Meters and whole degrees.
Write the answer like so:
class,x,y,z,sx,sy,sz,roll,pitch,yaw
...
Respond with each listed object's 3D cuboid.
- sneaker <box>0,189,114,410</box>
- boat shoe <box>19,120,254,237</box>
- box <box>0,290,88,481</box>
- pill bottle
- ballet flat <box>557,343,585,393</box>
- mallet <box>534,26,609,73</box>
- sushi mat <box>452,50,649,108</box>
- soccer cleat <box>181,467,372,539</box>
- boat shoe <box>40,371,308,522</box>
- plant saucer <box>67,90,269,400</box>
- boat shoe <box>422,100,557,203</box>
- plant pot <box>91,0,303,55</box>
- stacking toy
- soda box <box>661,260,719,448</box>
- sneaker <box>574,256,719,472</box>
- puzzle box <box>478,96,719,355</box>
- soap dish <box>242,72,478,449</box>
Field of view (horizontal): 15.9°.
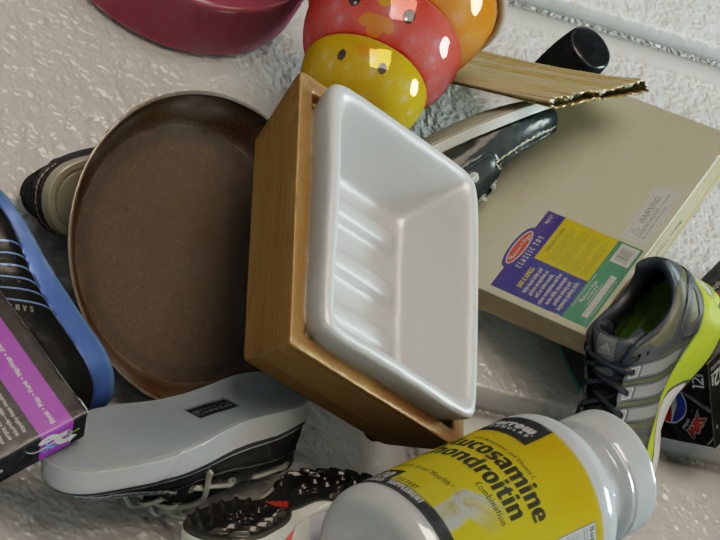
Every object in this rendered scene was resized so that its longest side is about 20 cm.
class,x,y,z,sx,sy,sz,roll,pitch,yaw
sneaker,-0.230,0.013,1.544,0.200,0.070,0.078,51,41,13
boat shoe,-0.127,-0.059,1.669,0.199,0.063,0.073,-10,102,-34
box,-0.273,0.078,1.443,0.199,0.036,0.143,-27,66,-26
pill bottle,0.081,0.151,1.535,0.199,0.112,0.112,-21,67,-39
ballet flat,0.163,0.003,1.800,0.073,0.073,0.201,7,52,-28
mallet,0.164,-0.077,1.896,0.041,0.066,0.201,6,67,-34
sushi mat,0.101,-0.138,1.823,0.095,0.012,0.199,-13,20,-37
soccer cleat,-0.040,0.168,1.551,0.068,0.074,0.200,14,15,32
boat shoe,-0.111,0.114,1.537,0.073,0.069,0.199,23,25,31
plant saucer,-0.104,-0.011,1.618,0.199,0.032,0.202,4,83,-36
boat shoe,0.054,-0.063,1.764,0.199,0.076,0.061,-23,96,-17
plant pot,-0.098,-0.282,1.792,0.199,0.179,0.201,17,46,-19
stacking toy,0.009,-0.132,1.723,0.145,0.146,0.201,27,54,-10
soda box,0.263,0.044,1.815,0.063,0.071,0.200,10,32,33
sneaker,0.165,0.077,1.688,0.081,0.074,0.201,46,64,-48
puzzle box,0.152,-0.041,1.777,0.132,0.026,0.200,24,59,27
soap dish,0.000,0.000,1.593,0.157,0.081,0.201,33,45,-37
